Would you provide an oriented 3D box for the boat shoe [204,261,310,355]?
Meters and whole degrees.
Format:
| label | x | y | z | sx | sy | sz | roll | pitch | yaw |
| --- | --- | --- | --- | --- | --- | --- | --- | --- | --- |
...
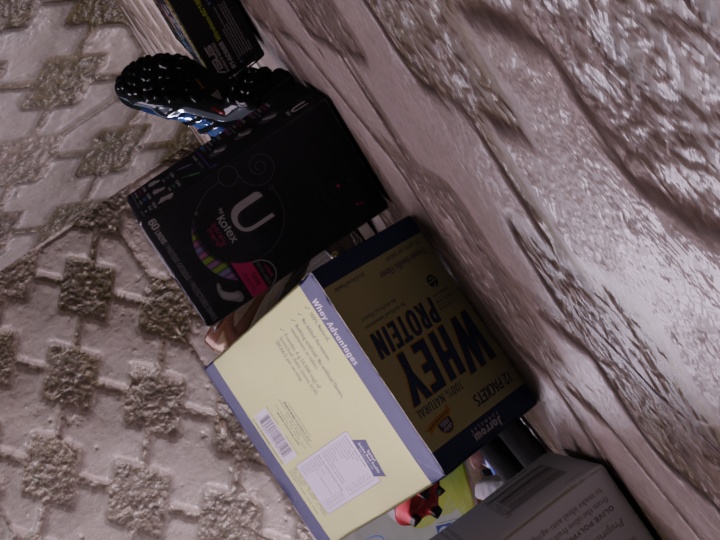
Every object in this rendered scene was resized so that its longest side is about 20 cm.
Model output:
| label | x | y | z | sx | sy | sz | roll | pitch | yaw |
| --- | --- | --- | --- | --- | --- | --- | --- | --- | --- |
| boat shoe | -0.104 | 0.006 | 1.490 | 0.071 | 0.201 | 0.076 | 23 | 162 | 8 |

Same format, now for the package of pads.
| label | x | y | z | sx | sy | sz | roll | pitch | yaw |
| --- | --- | --- | --- | --- | --- | --- | --- | --- | --- |
| package of pads | 0.043 | 0.245 | 1.451 | 0.068 | 0.153 | 0.202 | -50 | -55 | -81 |

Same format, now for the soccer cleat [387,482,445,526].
| label | x | y | z | sx | sy | sz | roll | pitch | yaw |
| --- | --- | --- | --- | --- | --- | --- | --- | --- | --- |
| soccer cleat | 0.059 | 0.153 | 1.358 | 0.085 | 0.202 | 0.068 | 30 | -156 | 37 |

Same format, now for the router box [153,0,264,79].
| label | x | y | z | sx | sy | sz | roll | pitch | yaw |
| --- | --- | --- | --- | --- | --- | --- | --- | --- | --- |
| router box | -0.186 | -0.303 | 1.406 | 0.201 | 0.062 | 0.150 | 60 | 174 | -37 |

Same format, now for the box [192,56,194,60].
| label | x | y | z | sx | sy | sz | roll | pitch | yaw |
| --- | --- | --- | --- | --- | --- | --- | --- | --- | --- |
| box | -0.139 | -0.197 | 1.751 | 0.201 | 0.044 | 0.160 | 56 | 176 | 6 |

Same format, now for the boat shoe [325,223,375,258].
| label | x | y | z | sx | sy | sz | roll | pitch | yaw |
| --- | --- | --- | --- | --- | --- | --- | --- | --- | --- |
| boat shoe | 0.000 | 0.000 | 1.571 | 0.072 | 0.059 | 0.200 | 53 | 174 | 32 |

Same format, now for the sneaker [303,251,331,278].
| label | x | y | z | sx | sy | sz | roll | pitch | yaw |
| --- | --- | --- | --- | --- | --- | --- | --- | --- | --- |
| sneaker | -0.091 | -0.036 | 1.669 | 0.199 | 0.073 | 0.114 | 15 | -165 | -19 |

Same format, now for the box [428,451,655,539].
| label | x | y | z | sx | sy | sz | roll | pitch | yaw |
| --- | --- | --- | --- | --- | --- | --- | --- | --- | --- |
| box | 0.145 | 0.275 | 1.127 | 0.172 | 0.199 | 0.199 | 54 | 174 | 1 |

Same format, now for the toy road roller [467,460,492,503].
| label | x | y | z | sx | sy | sz | roll | pitch | yaw |
| --- | --- | --- | --- | --- | --- | --- | --- | --- | --- |
| toy road roller | 0.127 | 0.251 | 1.668 | 0.146 | 0.122 | 0.201 | -107 | -9 | -54 |

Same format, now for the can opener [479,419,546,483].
| label | x | y | z | sx | sy | sz | roll | pitch | yaw |
| --- | --- | --- | --- | --- | --- | --- | --- | --- | --- |
| can opener | 0.142 | 0.156 | 1.364 | 0.067 | 0.054 | 0.200 | 15 | -153 | -43 |

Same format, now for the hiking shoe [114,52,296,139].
| label | x | y | z | sx | sy | sz | roll | pitch | yaw |
| --- | --- | --- | --- | --- | --- | --- | --- | --- | --- |
| hiking shoe | -0.152 | -0.157 | 1.380 | 0.198 | 0.075 | 0.087 | 12 | 142 | 20 |

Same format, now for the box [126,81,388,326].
| label | x | y | z | sx | sy | sz | roll | pitch | yaw |
| --- | --- | --- | --- | --- | --- | --- | --- | --- | --- |
| box | -0.096 | -0.063 | 1.272 | 0.123 | 0.199 | 0.106 | 57 | 175 | -22 |

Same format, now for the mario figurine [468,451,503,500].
| label | x | y | z | sx | sy | sz | roll | pitch | yaw |
| --- | --- | --- | --- | --- | --- | --- | --- | --- | --- |
| mario figurine | 0.152 | 0.255 | 1.452 | 0.123 | 0.107 | 0.200 | 22 | -166 | -16 |

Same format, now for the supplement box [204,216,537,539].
| label | x | y | z | sx | sy | sz | roll | pitch | yaw |
| --- | --- | --- | --- | --- | --- | --- | --- | --- | --- |
| supplement box | 0.005 | 0.100 | 1.214 | 0.201 | 0.134 | 0.200 | 55 | 137 | 5 |
